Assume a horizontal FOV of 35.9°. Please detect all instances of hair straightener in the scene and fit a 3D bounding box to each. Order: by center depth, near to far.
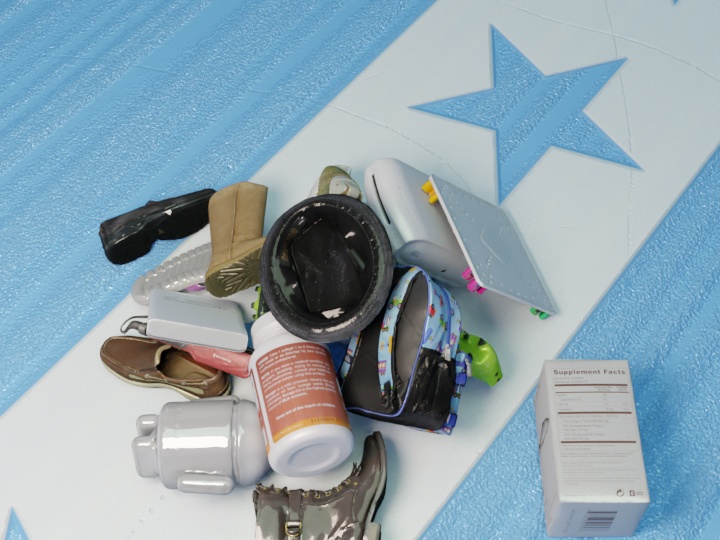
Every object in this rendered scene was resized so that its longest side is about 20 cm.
[{"bbox_3d":[-0.233,0.100,1.528,0.198,0.077,0.041,14,98,6],"label":"hair straightener"}]

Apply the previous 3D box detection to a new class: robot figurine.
[{"bbox_3d":[-0.197,0.228,1.461,0.197,0.114,0.171,-2,40,-1],"label":"robot figurine"}]

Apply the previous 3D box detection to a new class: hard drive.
[{"bbox_3d":[-0.226,0.066,1.530,0.130,0.200,0.027,10,98,-12],"label":"hard drive"}]

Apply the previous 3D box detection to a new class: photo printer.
[{"bbox_3d":[0.090,-0.072,1.618,0.069,0.199,0.168,-37,53,27],"label":"photo printer"}]

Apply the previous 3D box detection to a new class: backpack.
[{"bbox_3d":[0.063,0.102,1.470,0.134,0.182,0.202,20,77,-30],"label":"backpack"}]

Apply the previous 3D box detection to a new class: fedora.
[{"bbox_3d":[-0.035,0.005,1.452,0.198,0.092,0.203,-5,71,16],"label":"fedora"}]

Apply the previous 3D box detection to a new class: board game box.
[{"bbox_3d":[0.186,-0.031,1.607,0.026,0.199,0.201,-39,53,26],"label":"board game box"}]

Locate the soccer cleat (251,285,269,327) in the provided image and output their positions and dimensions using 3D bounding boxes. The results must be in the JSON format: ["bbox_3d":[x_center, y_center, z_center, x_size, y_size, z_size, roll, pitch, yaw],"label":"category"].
[{"bbox_3d":[-0.109,0.034,1.614,0.080,0.068,0.202,7,53,6],"label":"soccer cleat"}]

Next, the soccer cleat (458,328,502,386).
[{"bbox_3d":[0.122,0.103,1.575,0.067,0.081,0.200,-43,43,-12],"label":"soccer cleat"}]

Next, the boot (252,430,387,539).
[{"bbox_3d":[-0.055,0.294,1.442,0.172,0.070,0.202,6,58,4],"label":"boot"}]

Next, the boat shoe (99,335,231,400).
[{"bbox_3d":[-0.275,0.125,1.557,0.200,0.075,0.075,15,57,11],"label":"boat shoe"}]

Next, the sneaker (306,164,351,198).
[{"bbox_3d":[-0.061,-0.096,1.661,0.070,0.081,0.201,17,34,6],"label":"sneaker"}]

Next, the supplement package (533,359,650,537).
[{"bbox_3d":[0.297,0.231,1.451,0.116,0.117,0.202,0,55,1],"label":"supplement package"}]

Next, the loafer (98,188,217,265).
[{"bbox_3d":[-0.308,-0.084,1.705,0.198,0.073,0.073,-23,54,-16],"label":"loafer"}]

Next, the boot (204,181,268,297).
[{"bbox_3d":[-0.148,-0.064,1.604,0.173,0.067,0.201,-16,38,10],"label":"boot"}]

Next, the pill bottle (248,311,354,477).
[{"bbox_3d":[-0.082,0.153,1.432,0.111,0.113,0.201,-12,55,-7],"label":"pill bottle"}]

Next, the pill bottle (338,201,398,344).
[{"bbox_3d":[0.000,0.000,1.620,0.103,0.105,0.202,10,56,8],"label":"pill bottle"}]

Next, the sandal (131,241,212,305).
[{"bbox_3d":[-0.243,0.006,1.657,0.201,0.050,0.083,-18,41,4],"label":"sandal"}]

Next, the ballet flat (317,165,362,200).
[{"bbox_3d":[-0.023,-0.082,1.576,0.070,0.071,0.202,1,54,1],"label":"ballet flat"}]
